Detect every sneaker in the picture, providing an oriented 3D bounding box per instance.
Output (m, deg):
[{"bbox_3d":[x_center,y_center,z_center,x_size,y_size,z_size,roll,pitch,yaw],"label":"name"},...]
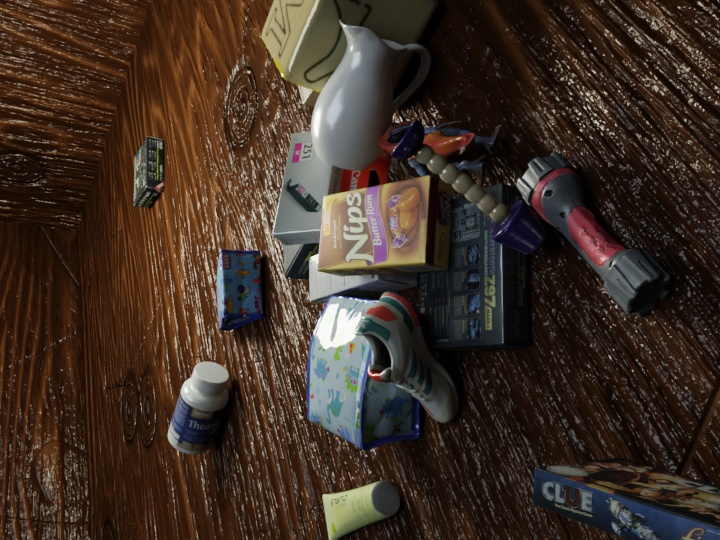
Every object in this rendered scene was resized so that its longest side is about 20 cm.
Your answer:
[{"bbox_3d":[0.054,0.132,0.820,0.070,0.093,0.200,-5,117,52],"label":"sneaker"}]

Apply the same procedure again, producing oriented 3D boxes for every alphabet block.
[{"bbox_3d":[-0.025,-0.406,1.015,0.200,0.195,0.197,-59,34,29],"label":"alphabet block"}]

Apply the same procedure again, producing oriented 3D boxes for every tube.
[{"bbox_3d":[-0.011,0.375,0.981,0.200,0.052,0.058,-43,10,50],"label":"tube"}]

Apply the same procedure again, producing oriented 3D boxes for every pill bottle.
[{"bbox_3d":[-0.373,0.319,1.467,0.111,0.111,0.201,47,122,49],"label":"pill bottle"}]

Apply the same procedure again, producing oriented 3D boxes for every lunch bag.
[{"bbox_3d":[-0.298,0.052,1.442,0.200,0.094,0.151,-30,62,60],"label":"lunch bag"},{"bbox_3d":[0.003,0.140,0.934,0.170,0.127,0.201,3,96,56],"label":"lunch bag"}]

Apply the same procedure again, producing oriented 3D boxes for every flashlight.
[{"bbox_3d":[0.245,-0.045,0.667,0.068,0.068,0.200,-57,40,28],"label":"flashlight"}]

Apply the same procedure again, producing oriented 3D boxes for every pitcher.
[{"bbox_3d":[0.018,-0.257,0.956,0.121,0.171,0.201,45,125,48],"label":"pitcher"}]

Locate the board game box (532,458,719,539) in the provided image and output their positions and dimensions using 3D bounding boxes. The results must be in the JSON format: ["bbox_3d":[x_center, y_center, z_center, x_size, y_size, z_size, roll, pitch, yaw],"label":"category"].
[{"bbox_3d":[0.267,0.202,0.524,0.200,0.135,0.035,0,84,55],"label":"board game box"}]

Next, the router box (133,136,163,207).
[{"bbox_3d":[-0.732,-0.337,2.167,0.150,0.062,0.201,-30,60,49],"label":"router box"}]

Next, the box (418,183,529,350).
[{"bbox_3d":[0.143,0.003,0.819,0.157,0.051,0.201,-15,71,55],"label":"box"}]

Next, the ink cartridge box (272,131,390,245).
[{"bbox_3d":[-0.044,-0.143,1.020,0.173,0.044,0.201,-4,64,25],"label":"ink cartridge box"}]

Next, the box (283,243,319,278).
[{"bbox_3d":[-0.100,-0.109,1.148,0.158,0.051,0.201,128,142,-52],"label":"box"}]

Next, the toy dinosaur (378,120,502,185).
[{"bbox_3d":[0.095,-0.179,0.851,0.181,0.200,0.105,17,82,24],"label":"toy dinosaur"}]

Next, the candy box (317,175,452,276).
[{"bbox_3d":[0.029,-0.055,0.872,0.200,0.056,0.117,-5,77,44],"label":"candy box"}]

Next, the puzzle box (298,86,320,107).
[{"bbox_3d":[-0.072,-0.442,1.246,0.200,0.025,0.133,-48,48,40],"label":"puzzle box"}]

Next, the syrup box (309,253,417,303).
[{"bbox_3d":[0.000,0.000,1.007,0.200,0.078,0.082,-21,66,53],"label":"syrup box"}]

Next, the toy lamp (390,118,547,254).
[{"bbox_3d":[0.127,-0.091,0.721,0.058,0.200,0.058,-53,3,4],"label":"toy lamp"}]
